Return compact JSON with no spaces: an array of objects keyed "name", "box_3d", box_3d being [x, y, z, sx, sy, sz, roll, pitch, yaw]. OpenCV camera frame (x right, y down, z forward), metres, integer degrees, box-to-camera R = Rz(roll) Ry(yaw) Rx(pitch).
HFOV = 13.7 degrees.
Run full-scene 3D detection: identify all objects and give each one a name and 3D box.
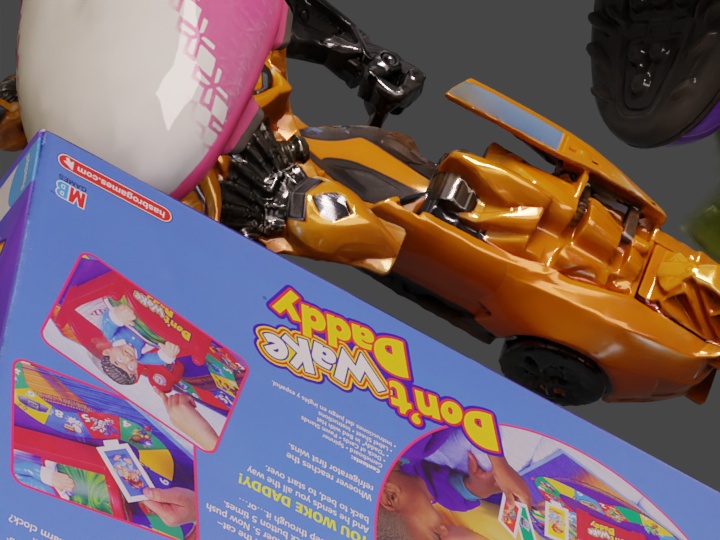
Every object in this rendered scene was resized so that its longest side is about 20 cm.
[{"name":"soccer cleat","box_3d":[-0.056,-0.108,0.689,0.086,0.070,0.201,41,47,-43]},{"name":"robot figurine","box_3d":[0.000,0.000,0.742,0.200,0.058,0.145,28,60,-9]},{"name":"soccer cleat","box_3d":[0.123,-0.114,0.835,0.073,0.068,0.201,35,64,-34]},{"name":"board game box","box_3d":[0.000,0.071,0.628,0.200,0.045,0.135,29,37,-19]}]
